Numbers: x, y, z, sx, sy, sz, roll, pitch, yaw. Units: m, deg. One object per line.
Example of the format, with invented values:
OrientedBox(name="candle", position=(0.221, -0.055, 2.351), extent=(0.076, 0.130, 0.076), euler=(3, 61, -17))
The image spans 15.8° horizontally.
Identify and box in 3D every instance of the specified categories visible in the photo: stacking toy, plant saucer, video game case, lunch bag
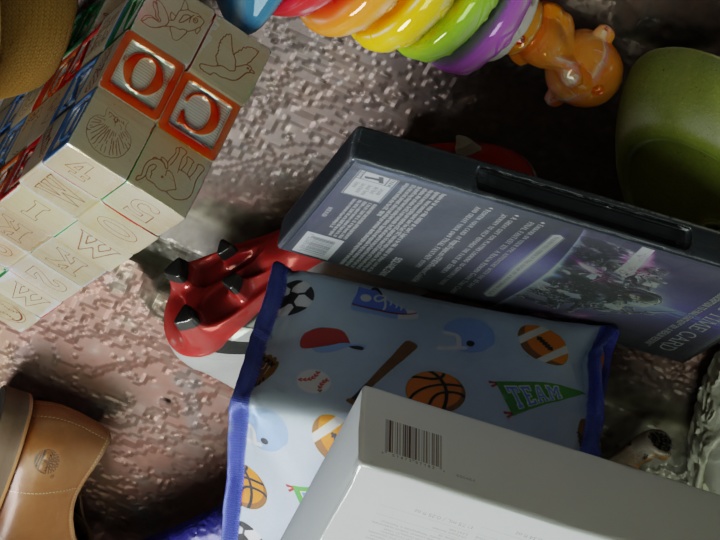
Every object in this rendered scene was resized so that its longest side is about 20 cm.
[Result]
OrientedBox(name="stacking toy", position=(0.038, -0.127, 1.125), extent=(0.199, 0.110, 0.116), euler=(28, 112, -26))
OrientedBox(name="plant saucer", position=(0.177, -0.009, 1.137), extent=(0.031, 0.200, 0.201), euler=(-39, 120, -16))
OrientedBox(name="video game case", position=(0.074, -0.008, 1.117), extent=(0.199, 0.019, 0.143), euler=(15, 163, -10))
OrientedBox(name="lunch bag", position=(0.023, 0.110, 1.198), extent=(0.169, 0.124, 0.201), euler=(10, 129, 7))

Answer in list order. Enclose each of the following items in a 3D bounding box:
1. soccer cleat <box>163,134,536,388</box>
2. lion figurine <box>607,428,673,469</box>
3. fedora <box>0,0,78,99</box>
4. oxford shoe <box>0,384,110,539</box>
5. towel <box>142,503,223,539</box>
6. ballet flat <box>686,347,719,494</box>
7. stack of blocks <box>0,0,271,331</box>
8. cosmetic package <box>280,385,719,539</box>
OrientedBox(name="soccer cleat", position=(0.000, 0.000, 1.232), extent=(0.199, 0.069, 0.085), euler=(-25, 139, 16))
OrientedBox(name="lion figurine", position=(0.075, 0.107, 1.301), extent=(0.200, 0.073, 0.123), euler=(37, 129, -2))
OrientedBox(name="fedora", position=(-0.175, -0.134, 1.112), extent=(0.081, 0.201, 0.201), euler=(-6, 134, -35))
OrientedBox(name="oxford shoe", position=(-0.181, 0.152, 1.353), extent=(0.071, 0.072, 0.201), euler=(15, 126, -15))
OrientedBox(name="towel", position=(-0.058, 0.218, 1.330), extent=(0.147, 0.050, 0.201), euler=(-24, 101, 22))
OrientedBox(name="ballet flat", position=(0.194, 0.127, 1.295), extent=(0.071, 0.072, 0.201), euler=(5, 124, 3))
OrientedBox(name="stack of blocks", position=(-0.114, -0.057, 1.118), extent=(0.058, 0.116, 0.200), euler=(32, 154, -16))
OrientedBox(name="cosmetic package", position=(0.065, 0.141, 1.104), extent=(0.199, 0.052, 0.151), euler=(18, 128, -13))
